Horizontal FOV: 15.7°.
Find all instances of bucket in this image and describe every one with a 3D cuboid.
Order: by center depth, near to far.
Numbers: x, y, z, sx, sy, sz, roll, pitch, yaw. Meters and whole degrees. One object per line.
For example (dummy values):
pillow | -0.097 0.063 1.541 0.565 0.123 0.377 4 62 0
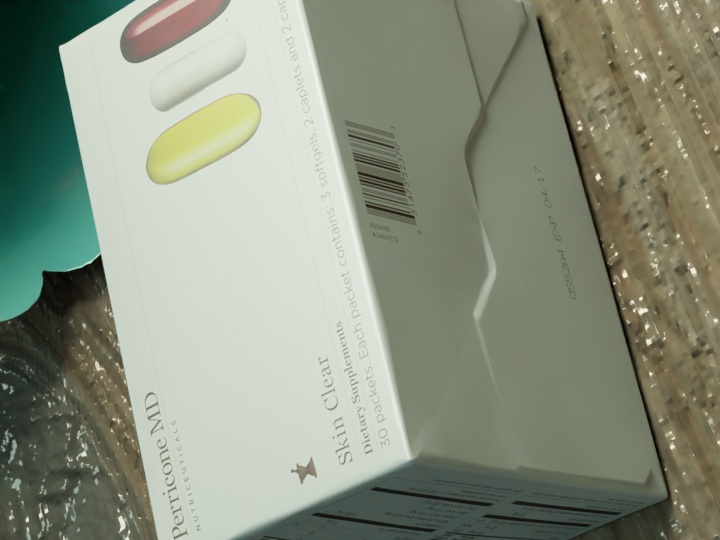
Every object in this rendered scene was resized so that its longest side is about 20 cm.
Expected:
bucket | -0.194 -0.088 1.072 0.135 0.207 0.207 37 105 44

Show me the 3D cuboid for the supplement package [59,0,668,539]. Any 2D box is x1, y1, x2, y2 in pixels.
supplement package | 0.000 0.000 0.922 0.111 0.156 0.200 -28 66 32
